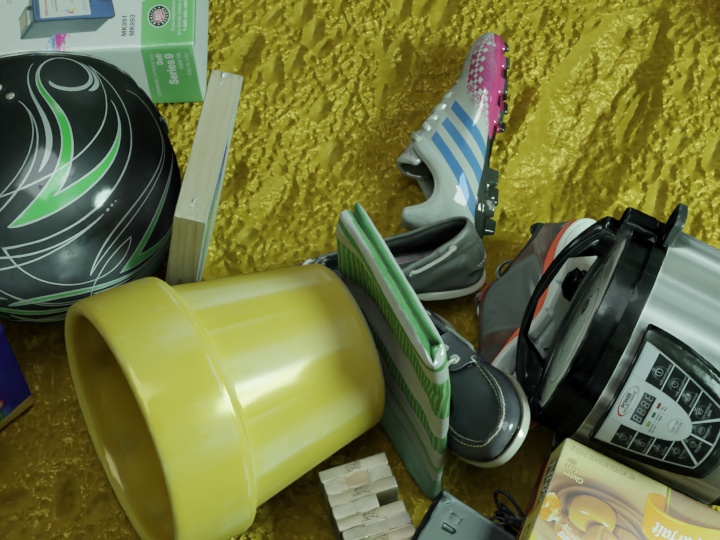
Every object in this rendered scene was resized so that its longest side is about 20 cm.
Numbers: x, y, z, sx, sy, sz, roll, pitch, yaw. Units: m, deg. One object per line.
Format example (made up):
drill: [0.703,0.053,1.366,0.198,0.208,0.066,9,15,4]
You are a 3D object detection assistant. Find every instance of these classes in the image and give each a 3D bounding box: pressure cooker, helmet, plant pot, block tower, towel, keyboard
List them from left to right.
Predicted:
helmet: [-0.238,-0.053,1.511,0.199,0.200,0.191,-8,61,-2]
plant pot: [-0.092,0.087,1.420,0.188,0.201,0.201,-20,60,-20]
towel: [0.022,0.062,1.419,0.023,0.200,0.153,-23,60,-16]
block tower: [0.027,0.234,1.402,0.058,0.054,0.201,-17,61,-6]
keyboard: [0.125,0.237,1.396,0.200,0.040,0.104,34,60,0]
pressure cooker: [0.215,0.060,1.412,0.199,0.179,0.176,27,70,2]

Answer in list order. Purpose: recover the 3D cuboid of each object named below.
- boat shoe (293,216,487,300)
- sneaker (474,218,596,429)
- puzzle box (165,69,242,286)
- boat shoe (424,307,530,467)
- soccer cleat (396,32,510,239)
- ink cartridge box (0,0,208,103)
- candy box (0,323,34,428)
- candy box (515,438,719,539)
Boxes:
boat shoe: [0.000,0.000,1.528,0.199,0.057,0.067,-13,38,-1]
sneaker: [0.122,0.047,1.513,0.082,0.077,0.200,11,62,45]
puzzle box: [-0.125,-0.045,1.491,0.025,0.200,0.134,13,59,-3]
boat shoe: [0.058,0.079,1.437,0.073,0.063,0.200,-53,32,8]
soccer cleat: [0.076,-0.115,1.597,0.086,0.070,0.201,5,60,6]
ink cartridge box: [-0.234,-0.220,1.666,0.199,0.088,0.146,-3,60,3]
candy box: [-0.343,0.083,1.425,0.169,0.200,0.077,-40,67,-18]
candy box: [0.207,0.217,1.374,0.199,0.055,0.116,27,63,-2]
